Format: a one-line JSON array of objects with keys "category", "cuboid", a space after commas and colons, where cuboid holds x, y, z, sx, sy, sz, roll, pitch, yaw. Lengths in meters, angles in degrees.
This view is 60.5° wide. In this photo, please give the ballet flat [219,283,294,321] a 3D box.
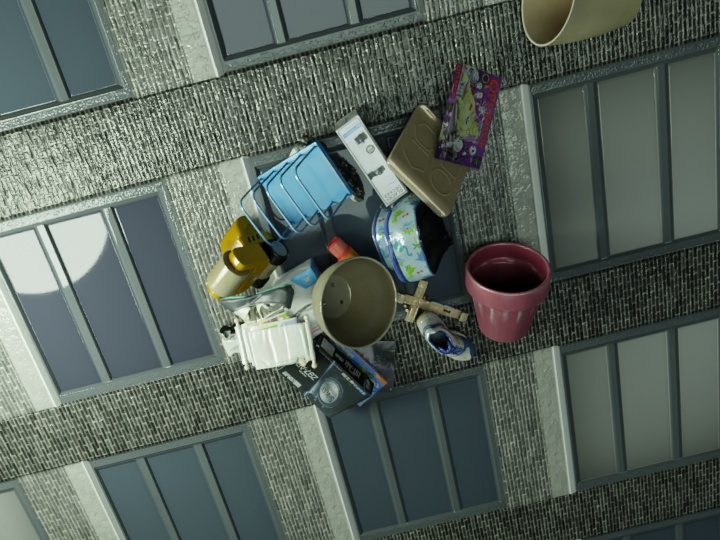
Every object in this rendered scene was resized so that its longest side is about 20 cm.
[{"category": "ballet flat", "cuboid": [-0.242, 0.082, 1.437, 0.196, 0.073, 0.074, -12, 113, 20]}]

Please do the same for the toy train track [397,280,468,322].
[{"category": "toy train track", "cuboid": [0.180, 0.094, 1.550, 0.196, 0.033, 0.117, 16, 109, -10]}]

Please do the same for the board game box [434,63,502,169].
[{"category": "board game box", "cuboid": [0.237, -0.334, 1.351, 0.118, 0.032, 0.205, 5, 102, -36]}]

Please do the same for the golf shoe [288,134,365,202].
[{"category": "golf shoe", "cuboid": [-0.077, -0.216, 1.404, 0.199, 0.078, 0.094, 40, 125, -17]}]

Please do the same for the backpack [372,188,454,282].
[{"category": "backpack", "cuboid": [0.112, -0.074, 1.392, 0.144, 0.201, 0.186, -13, 115, 22]}]

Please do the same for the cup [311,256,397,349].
[{"category": "cup", "cuboid": [-0.034, 0.066, 1.411, 0.196, 0.142, 0.205, -3, 95, -30]}]

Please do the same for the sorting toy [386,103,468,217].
[{"category": "sorting toy", "cuboid": [0.155, -0.242, 1.364, 0.184, 0.202, 0.036, 40, 146, -17]}]

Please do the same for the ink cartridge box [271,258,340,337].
[{"category": "ink cartridge box", "cuboid": [-0.117, 0.089, 1.511, 0.114, 0.067, 0.202, -29, 110, 7]}]

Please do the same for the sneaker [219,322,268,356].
[{"category": "sneaker", "cuboid": [-0.246, 0.174, 1.536, 0.195, 0.074, 0.090, -5, 112, 9]}]

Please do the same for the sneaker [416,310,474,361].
[{"category": "sneaker", "cuboid": [0.217, 0.187, 1.546, 0.198, 0.089, 0.075, 34, 111, -27]}]

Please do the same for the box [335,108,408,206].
[{"category": "box", "cuboid": [0.024, -0.250, 1.364, 0.060, 0.117, 0.201, -33, 110, 9]}]

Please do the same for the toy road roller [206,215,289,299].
[{"category": "toy road roller", "cuboid": [-0.273, -0.037, 1.392, 0.147, 0.199, 0.123, 52, 122, 11]}]

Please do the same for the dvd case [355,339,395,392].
[{"category": "dvd case", "cuboid": [-0.009, 0.250, 1.606, 0.195, 0.016, 0.152, 0, 111, -3]}]

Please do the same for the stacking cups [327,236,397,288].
[{"category": "stacking cups", "cuboid": [0.000, 0.000, 1.494, 0.199, 0.061, 0.061, 41, 104, -13]}]

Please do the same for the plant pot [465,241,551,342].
[{"category": "plant pot", "cuboid": [0.347, 0.062, 1.475, 0.195, 0.202, 0.182, -6, 127, -1]}]

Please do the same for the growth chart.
[{"category": "growth chart", "cuboid": [-0.204, 0.166, 1.473, 0.195, 0.018, 0.148, -5, 89, 8]}]

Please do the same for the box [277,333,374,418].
[{"category": "box", "cuboid": [-0.087, 0.268, 1.551, 0.159, 0.044, 0.200, -33, 112, 31]}]

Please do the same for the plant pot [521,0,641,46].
[{"category": "plant pot", "cuboid": [0.463, -0.552, 1.257, 0.195, 0.188, 0.192, -3, 112, -17]}]

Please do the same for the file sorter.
[{"category": "file sorter", "cuboid": [-0.145, -0.159, 1.341, 0.198, 0.123, 0.140, -20, 115, 39]}]

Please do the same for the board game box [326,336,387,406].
[{"category": "board game box", "cuboid": [-0.033, 0.254, 1.587, 0.103, 0.020, 0.200, -40, 108, 14]}]
